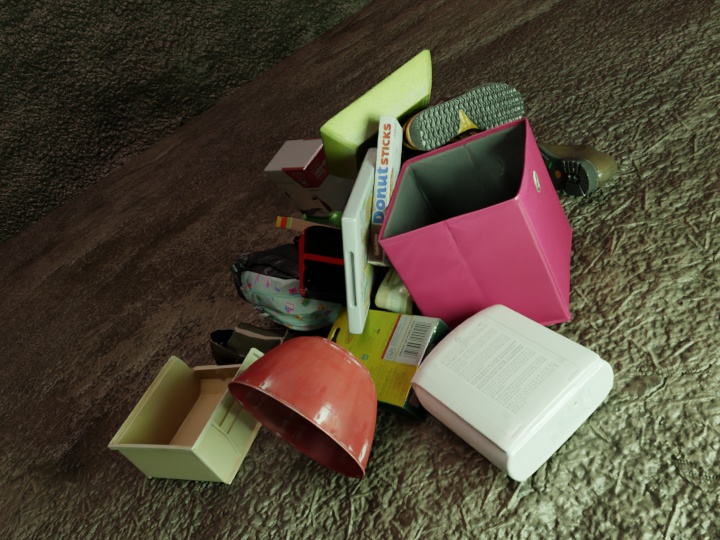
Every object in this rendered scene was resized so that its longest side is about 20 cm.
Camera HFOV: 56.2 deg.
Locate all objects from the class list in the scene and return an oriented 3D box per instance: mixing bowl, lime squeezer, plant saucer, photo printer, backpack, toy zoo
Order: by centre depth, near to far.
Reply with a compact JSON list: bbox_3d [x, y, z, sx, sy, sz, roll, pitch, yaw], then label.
[{"bbox_3d":[0.163,0.128,0.786,0.166,0.070,0.199,-40,34,-15],"label":"photo printer"},{"bbox_3d":[-0.053,0.155,0.834,0.198,0.201,0.109,5,52,48],"label":"mixing bowl"},{"bbox_3d":[0.036,-0.222,1.045,0.199,0.048,0.200,-38,-10,-5],"label":"plant saucer"},{"bbox_3d":[-0.108,0.022,1.152,0.165,0.129,0.199,-27,25,-31],"label":"backpack"},{"bbox_3d":[-0.021,-0.100,1.219,0.197,0.038,0.070,-16,-1,-25],"label":"lime squeezer"},{"bbox_3d":[-0.081,-0.074,1.224,0.200,0.129,0.021,-162,84,-73],"label":"toy zoo"}]

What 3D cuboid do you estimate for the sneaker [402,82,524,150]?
[{"bbox_3d":[0.148,-0.233,1.021,0.197,0.071,0.090,-20,13,-15],"label":"sneaker"}]

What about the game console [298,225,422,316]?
[{"bbox_3d":[0.000,0.000,1.064,0.196,0.031,0.178,9,39,-12],"label":"game console"}]

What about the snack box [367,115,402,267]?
[{"bbox_3d":[0.036,-0.109,0.951,0.024,0.204,0.072,4,-3,13],"label":"snack box"}]

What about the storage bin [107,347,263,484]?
[{"bbox_3d":[-0.250,0.220,1.051,0.198,0.094,0.200,-10,37,36],"label":"storage bin"}]

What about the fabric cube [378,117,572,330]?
[{"bbox_3d":[0.168,-0.049,0.924,0.197,0.201,0.198,-16,33,29],"label":"fabric cube"}]

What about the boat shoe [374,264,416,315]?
[{"bbox_3d":[0.067,-0.009,1.022,0.064,0.073,0.201,8,39,10],"label":"boat shoe"}]

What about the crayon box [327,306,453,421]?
[{"bbox_3d":[0.026,0.122,0.935,0.198,0.051,0.128,5,63,48],"label":"crayon box"}]

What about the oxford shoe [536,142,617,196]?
[{"bbox_3d":[0.333,-0.170,1.085,0.083,0.074,0.200,-22,29,-15],"label":"oxford shoe"}]

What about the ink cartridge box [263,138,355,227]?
[{"bbox_3d":[-0.069,-0.153,1.306,0.146,0.200,0.083,9,57,51],"label":"ink cartridge box"}]

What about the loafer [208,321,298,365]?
[{"bbox_3d":[-0.192,0.127,1.151,0.197,0.072,0.073,-12,36,34],"label":"loafer"}]

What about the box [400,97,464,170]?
[{"bbox_3d":[0.148,-0.166,1.149,0.200,0.165,0.165,-41,30,-14],"label":"box"}]

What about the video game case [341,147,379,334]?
[{"bbox_3d":[0.007,-0.045,0.949,0.022,0.184,0.201,4,36,10],"label":"video game case"}]
